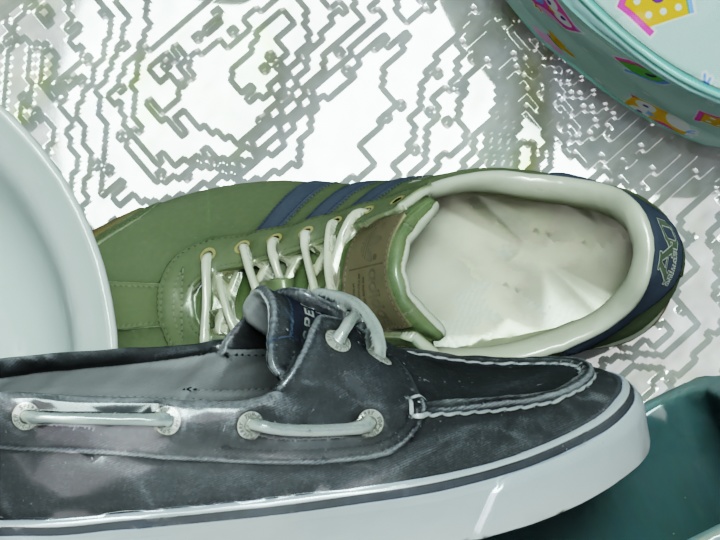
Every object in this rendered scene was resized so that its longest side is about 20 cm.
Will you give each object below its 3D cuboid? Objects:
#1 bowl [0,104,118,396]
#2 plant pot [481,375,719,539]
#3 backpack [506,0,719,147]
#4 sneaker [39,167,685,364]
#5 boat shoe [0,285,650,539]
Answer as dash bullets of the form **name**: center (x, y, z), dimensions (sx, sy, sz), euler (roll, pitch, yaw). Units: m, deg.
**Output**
- **bowl**: center (-0.168, 0.033, 0.809), dimensions (0.200, 0.090, 0.203), euler (0, 85, -2)
- **plant pot**: center (0.074, 0.168, 0.759), dimensions (0.195, 0.196, 0.201), euler (-26, 96, -4)
- **backpack**: center (0.126, -0.141, 0.807), dimensions (0.176, 0.153, 0.200), euler (42, 91, -2)
- **sneaker**: center (0.000, 0.000, 0.816), dimensions (0.199, 0.090, 0.068), euler (-4, 85, -2)
- **boat shoe**: center (-0.016, 0.037, 0.746), dimensions (0.199, 0.072, 0.068), euler (-7, 105, -12)
